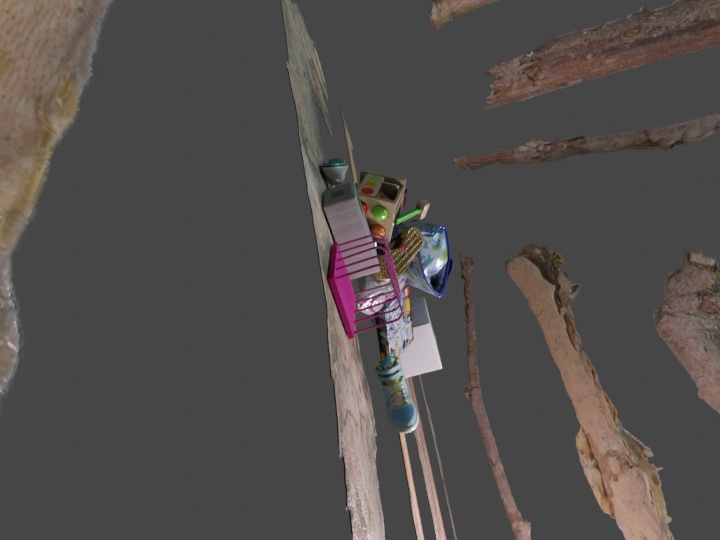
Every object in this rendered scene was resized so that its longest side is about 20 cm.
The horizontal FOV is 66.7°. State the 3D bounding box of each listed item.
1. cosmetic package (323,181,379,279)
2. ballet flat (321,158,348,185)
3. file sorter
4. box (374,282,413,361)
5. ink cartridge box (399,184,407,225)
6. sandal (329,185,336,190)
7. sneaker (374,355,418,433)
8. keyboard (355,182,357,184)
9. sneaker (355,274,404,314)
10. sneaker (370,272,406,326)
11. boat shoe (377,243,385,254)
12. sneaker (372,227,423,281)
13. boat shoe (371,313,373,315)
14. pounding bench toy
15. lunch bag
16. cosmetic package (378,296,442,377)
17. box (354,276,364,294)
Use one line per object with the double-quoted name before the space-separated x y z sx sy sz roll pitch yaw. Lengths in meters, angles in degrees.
"cosmetic package" -0.022 -0.094 1.311 0.108 0.084 0.202 -97 169 -60
"ballet flat" -0.065 -0.259 1.453 0.200 0.068 0.070 -90 163 -74
"file sorter" 0.014 0.022 1.160 0.201 0.124 0.141 -90 163 -67
"box" 0.095 0.150 1.518 0.137 0.039 0.202 -43 135 -43
"ink cartridge box" 0.082 -0.159 1.619 0.037 0.094 0.202 52 -30 37
"sandal" -0.045 -0.182 1.467 0.203 0.049 0.084 37 37 -82
"sneaker" 0.082 0.292 1.342 0.201 0.078 0.132 -113 -174 -60
"keyboard" 0.023 -0.179 1.710 0.202 0.020 0.127 62 -25 -11
"sneaker" 0.032 0.048 1.410 0.199 0.099 0.076 -30 146 -53
"sneaker" 0.061 0.065 1.572 0.082 0.074 0.202 39 57 -24
"boat shoe" 0.054 -0.054 1.617 0.200 0.059 0.077 84 21 -81
"sneaker" 0.087 -0.032 1.438 0.075 0.200 0.090 53 -34 -8
"boat shoe" 0.055 0.074 1.643 0.074 0.068 0.203 -86 159 -71
"pounding bench toy" 0.072 -0.153 1.415 0.157 0.197 0.126 -66 166 -52
"lunch bag" 0.180 -0.035 1.596 0.170 0.126 0.203 -155 -126 -64
"cosmetic package" 0.154 0.215 1.744 0.200 0.164 0.169 -86 159 -69
"box" 0.000 0.000 1.476 0.042 0.038 0.202 -93 167 -55
